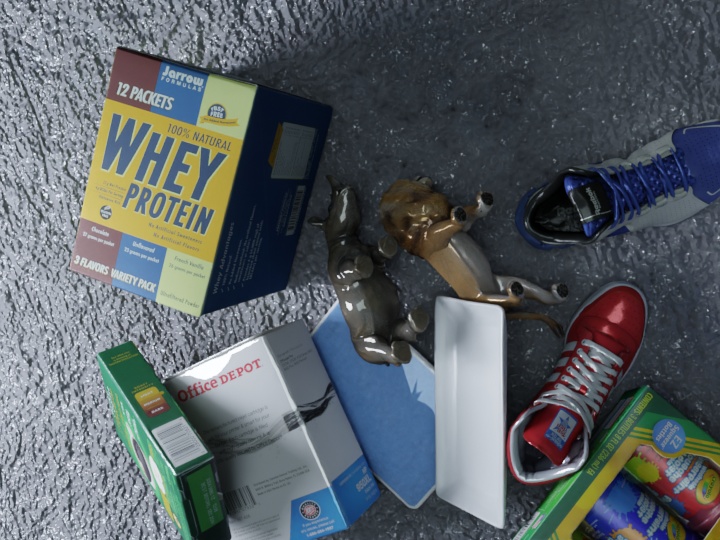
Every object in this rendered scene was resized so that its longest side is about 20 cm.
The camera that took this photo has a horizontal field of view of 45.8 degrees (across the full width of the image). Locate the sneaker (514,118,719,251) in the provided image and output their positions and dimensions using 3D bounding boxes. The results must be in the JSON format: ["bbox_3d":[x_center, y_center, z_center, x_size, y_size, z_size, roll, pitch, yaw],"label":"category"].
[{"bbox_3d":[0.226,-0.062,0.738,0.198,0.115,0.081,-20,91,17],"label":"sneaker"}]

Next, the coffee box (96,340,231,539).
[{"bbox_3d":[-0.197,0.171,0.847,0.200,0.044,0.124,39,143,43],"label":"coffee box"}]

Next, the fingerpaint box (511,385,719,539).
[{"bbox_3d":[0.248,0.232,0.745,0.167,0.073,0.200,41,80,9],"label":"fingerpaint box"}]

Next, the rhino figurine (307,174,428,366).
[{"bbox_3d":[0.000,0.000,0.824,0.059,0.087,0.202,-17,81,-27],"label":"rhino figurine"}]

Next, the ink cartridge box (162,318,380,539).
[{"bbox_3d":[-0.090,0.169,0.859,0.144,0.084,0.201,-25,88,27],"label":"ink cartridge box"}]

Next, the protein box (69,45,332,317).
[{"bbox_3d":[-0.139,-0.083,0.798,0.134,0.200,0.200,18,100,14],"label":"protein box"}]

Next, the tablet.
[{"bbox_3d":[0.021,0.132,0.870,0.200,0.014,0.130,42,105,10],"label":"tablet"}]

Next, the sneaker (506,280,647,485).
[{"bbox_3d":[0.195,0.105,0.764,0.071,0.112,0.201,30,103,11],"label":"sneaker"}]

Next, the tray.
[{"bbox_3d":[0.108,0.128,0.802,0.022,0.107,0.202,-3,96,-28],"label":"tray"}]

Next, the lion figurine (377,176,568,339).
[{"bbox_3d":[0.099,-0.007,0.800,0.201,0.072,0.122,56,147,-4],"label":"lion figurine"}]
